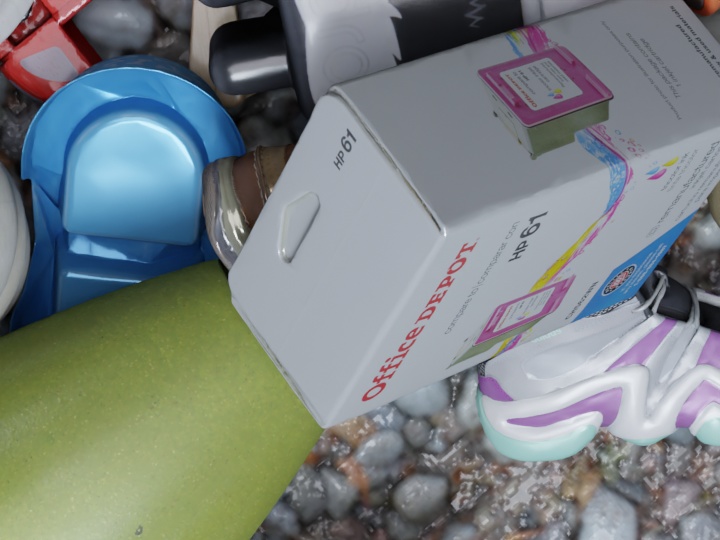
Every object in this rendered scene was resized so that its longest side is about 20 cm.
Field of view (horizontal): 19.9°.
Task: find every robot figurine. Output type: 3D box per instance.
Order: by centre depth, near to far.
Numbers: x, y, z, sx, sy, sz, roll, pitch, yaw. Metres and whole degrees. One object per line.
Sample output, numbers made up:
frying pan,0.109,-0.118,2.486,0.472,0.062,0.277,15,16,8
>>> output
robot figurine,0.023,-0.136,0.949,0.198,0.151,0.126,-12,57,0

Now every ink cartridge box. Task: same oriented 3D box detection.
ink cartridge box,0.058,-0.029,0.888,0.199,0.145,0.085,-20,63,-35

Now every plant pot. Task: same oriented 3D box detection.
plant pot,-0.119,0.090,0.965,0.199,0.187,0.188,-37,98,3

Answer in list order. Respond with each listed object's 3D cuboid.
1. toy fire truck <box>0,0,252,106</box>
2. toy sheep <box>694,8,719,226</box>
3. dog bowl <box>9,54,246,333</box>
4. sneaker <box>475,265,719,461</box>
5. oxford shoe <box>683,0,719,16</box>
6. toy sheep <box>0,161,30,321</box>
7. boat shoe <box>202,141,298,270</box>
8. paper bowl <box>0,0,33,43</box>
toy fire truck,-0.081,-0.134,1.032,0.200,0.049,0.141,-39,100,6
toy sheep,0.194,-0.115,0.995,0.136,0.138,0.202,0,93,-1
dog bowl,-0.115,-0.016,1.025,0.110,0.050,0.202,6,116,-5
sneaker,0.151,0.016,1.029,0.198,0.078,0.141,-11,117,0
oxford shoe,0.140,-0.213,0.938,0.072,0.071,0.202,-19,73,-3
toy sheep,-0.221,-0.017,0.936,0.136,0.200,0.139,-1,84,10
boat shoe,0.000,0.000,0.995,0.071,0.200,0.076,-25,56,17
paper bowl,-0.235,-0.189,0.937,0.104,0.200,0.203,4,101,31
